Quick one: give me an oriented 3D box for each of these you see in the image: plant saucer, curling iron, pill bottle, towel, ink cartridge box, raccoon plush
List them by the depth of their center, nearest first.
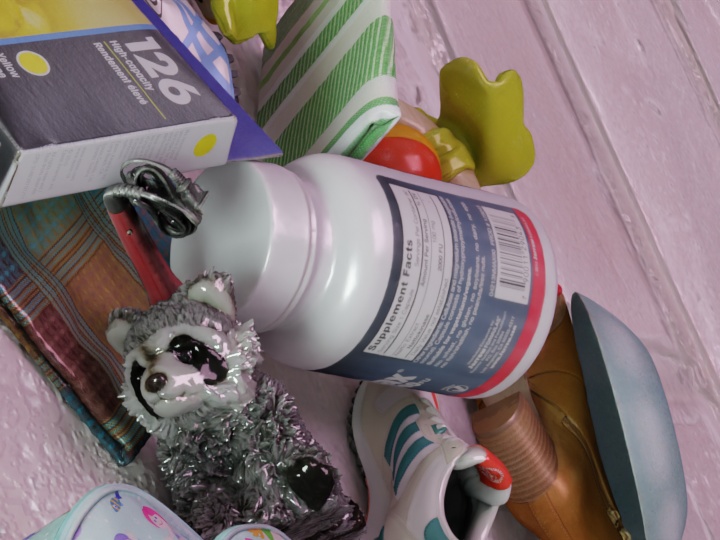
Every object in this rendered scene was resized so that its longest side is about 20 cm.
[{"bbox_3d":[-0.088,0.019,1.260,0.201,0.049,0.026,77,25,-47],"label":"curling iron"},{"bbox_3d":[-0.157,-0.124,1.261,0.199,0.047,0.198,-15,55,-46],"label":"ink cartridge box"},{"bbox_3d":[-0.068,0.081,1.272,0.200,0.096,0.135,71,-3,-76],"label":"raccoon plush"},{"bbox_3d":[-0.131,-0.002,1.309,0.147,0.022,0.200,52,28,-12],"label":"towel"},{"bbox_3d":[0.000,0.000,1.362,0.199,0.120,0.120,12,51,-39],"label":"pill bottle"},{"bbox_3d":[-0.019,-0.115,1.477,0.023,0.153,0.201,24,40,-21],"label":"towel"},{"bbox_3d":[0.176,0.107,1.581,0.201,0.038,0.202,166,-90,-88],"label":"plant saucer"}]

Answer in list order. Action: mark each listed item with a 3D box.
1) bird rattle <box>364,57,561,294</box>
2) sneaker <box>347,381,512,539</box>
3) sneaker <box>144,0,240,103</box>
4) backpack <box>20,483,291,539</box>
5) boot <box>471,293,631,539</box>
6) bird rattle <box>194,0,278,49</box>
[{"bbox_3d":[0.035,-0.041,1.570,0.163,0.113,0.201,26,49,-25],"label":"bird rattle"},{"bbox_3d":[0.047,0.116,1.407,0.070,0.093,0.200,42,31,-30],"label":"sneaker"},{"bbox_3d":[-0.133,-0.147,1.411,0.072,0.072,0.201,-20,78,-46],"label":"sneaker"},{"bbox_3d":[-0.081,0.193,1.065,0.200,0.150,0.178,43,31,-17],"label":"backpack"},{"bbox_3d":[0.126,0.112,1.591,0.144,0.071,0.201,59,22,-21],"label":"boot"},{"bbox_3d":[-0.102,-0.219,1.472,0.113,0.163,0.200,-41,92,-21],"label":"bird rattle"}]
